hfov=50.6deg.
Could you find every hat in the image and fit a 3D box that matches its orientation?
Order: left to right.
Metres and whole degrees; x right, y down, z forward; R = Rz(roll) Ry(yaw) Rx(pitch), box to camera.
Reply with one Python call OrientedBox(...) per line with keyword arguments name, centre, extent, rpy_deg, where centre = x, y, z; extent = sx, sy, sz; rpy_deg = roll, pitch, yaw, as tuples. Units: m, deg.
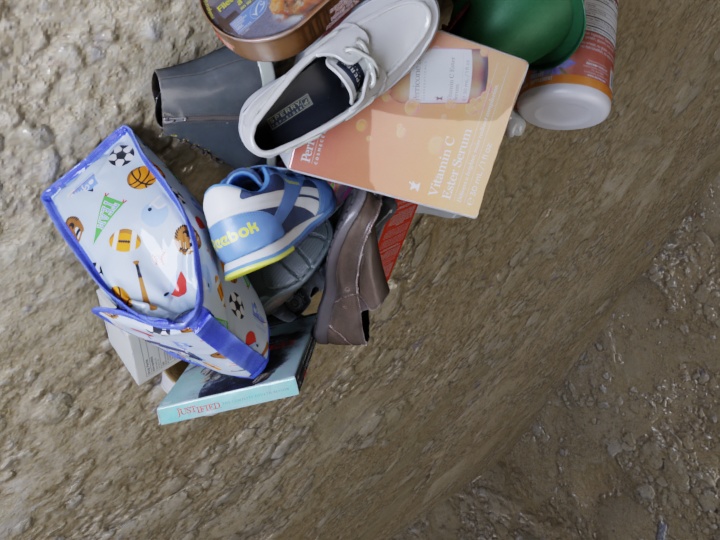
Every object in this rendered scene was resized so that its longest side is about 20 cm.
OrientedBox(name="hat", centre=(0.113, -0.221, 0.796), extent=(0.177, 0.165, 0.199), rpy_deg=(-51, -171, -20))

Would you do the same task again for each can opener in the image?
OrientedBox(name="can opener", centre=(-0.038, -0.023, 0.861), extent=(0.200, 0.053, 0.067), rpy_deg=(-46, -171, 17))

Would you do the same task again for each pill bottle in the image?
OrientedBox(name="pill bottle", centre=(0.250, -0.283, 0.913), extent=(0.112, 0.109, 0.206), rpy_deg=(28, 67, -64))

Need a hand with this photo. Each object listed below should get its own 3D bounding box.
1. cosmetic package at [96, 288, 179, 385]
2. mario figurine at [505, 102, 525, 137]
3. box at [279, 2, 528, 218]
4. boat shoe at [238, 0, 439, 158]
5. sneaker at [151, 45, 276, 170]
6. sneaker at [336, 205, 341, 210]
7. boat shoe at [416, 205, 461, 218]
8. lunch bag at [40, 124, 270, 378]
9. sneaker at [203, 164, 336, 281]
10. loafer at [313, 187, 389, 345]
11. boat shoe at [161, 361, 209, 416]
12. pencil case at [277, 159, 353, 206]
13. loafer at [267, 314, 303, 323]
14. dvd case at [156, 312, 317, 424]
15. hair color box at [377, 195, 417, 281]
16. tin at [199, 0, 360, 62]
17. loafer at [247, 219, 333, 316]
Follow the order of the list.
OrientedBox(name="cosmetic package", centre=(-0.185, 0.028, 0.858), extent=(0.197, 0.073, 0.105), rpy_deg=(-30, 151, -28))
OrientedBox(name="mario figurine", centre=(0.126, -0.188, 0.951), extent=(0.122, 0.108, 0.199), rpy_deg=(-26, -175, 43))
OrientedBox(name="box", centre=(0.032, -0.157, 0.723), extent=(0.195, 0.107, 0.156), rpy_deg=(11, 108, -19))
OrientedBox(name="boat shoe", centre=(-0.014, -0.160, 0.614), extent=(0.197, 0.066, 0.073), rpy_deg=(-32, 113, -2))
OrientedBox(name="sneaker", centre=(-0.138, -0.132, 0.716), extent=(0.104, 0.076, 0.202), rpy_deg=(-16, 152, -16))
OrientedBox(name="sneaker", centre=(-0.043, -0.004, 0.958), extent=(0.079, 0.131, 0.203), rpy_deg=(-27, 150, -34))
OrientedBox(name="boat shoe", centre=(0.111, -0.119, 1.088), extent=(0.197, 0.072, 0.063), rpy_deg=(-7, 139, -49))
OrientedBox(name="lunch bag", centre=(-0.173, 0.004, 0.693), extent=(0.123, 0.200, 0.170), rpy_deg=(-41, 155, -4))
OrientedBox(name="sneaker", centre=(-0.079, -0.064, 0.699), extent=(0.073, 0.084, 0.200), rpy_deg=(-24, -168, 22))
OrientedBox(name="loafer", centre=(0.000, 0.000, 0.787), extent=(0.074, 0.069, 0.203), rpy_deg=(-74, 178, -46))
OrientedBox(name="boat shoe", centre=(-0.207, 0.166, 1.030), extent=(0.070, 0.071, 0.199), rpy_deg=(-50, 155, 9))
OrientedBox(name="pencil case", centre=(-0.023, -0.115, 0.855), extent=(0.197, 0.088, 0.088), rpy_deg=(-33, 153, -8))
OrientedBox(name="loafer", centre=(-0.141, 0.096, 1.038), extent=(0.198, 0.069, 0.071), rpy_deg=(-3, 141, -48))
OrientedBox(name="dvd case", centre=(-0.120, 0.098, 0.810), extent=(0.142, 0.023, 0.200), rpy_deg=(-14, -168, 7))
OrientedBox(name="hair color box", centre=(0.005, -0.060, 0.981), extent=(0.060, 0.102, 0.203), rpy_deg=(-24, 149, -37))
OrientedBox(name="tin", centre=(-0.041, -0.254, 0.614), extent=(0.199, 0.112, 0.042), rpy_deg=(-41, 164, -5))
OrientedBox(name="loafer", centre=(-0.105, 0.013, 0.817), extent=(0.200, 0.072, 0.063), rpy_deg=(-44, 174, 4))
